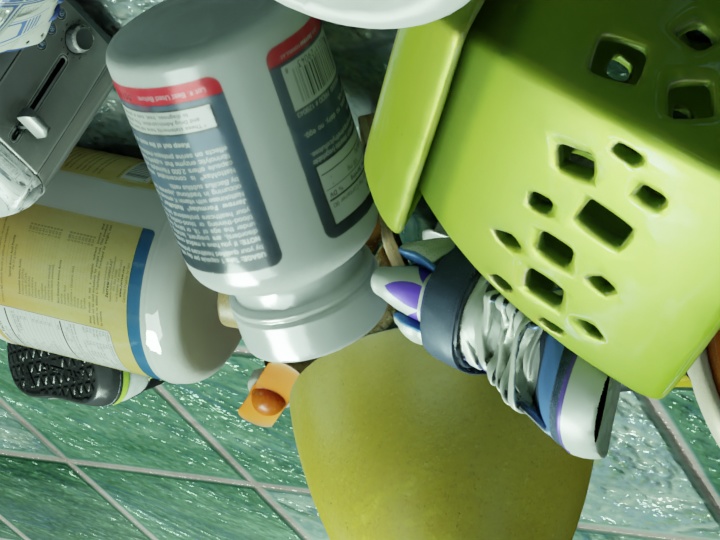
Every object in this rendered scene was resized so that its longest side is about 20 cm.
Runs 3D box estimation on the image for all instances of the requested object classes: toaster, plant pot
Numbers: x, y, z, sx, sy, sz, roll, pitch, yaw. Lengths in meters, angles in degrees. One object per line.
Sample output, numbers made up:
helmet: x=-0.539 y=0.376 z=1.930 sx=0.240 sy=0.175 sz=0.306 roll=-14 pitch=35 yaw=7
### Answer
toaster: x=-0.254 y=-0.108 z=1.100 sx=0.199 sy=0.130 sz=0.114 roll=-2 pitch=143 yaw=39
plant pot: x=0.115 y=-0.092 z=0.785 sx=0.181 sy=0.199 sz=0.200 roll=27 pitch=153 yaw=5
plant pot: x=0.057 y=0.142 z=1.080 sx=0.199 sy=0.143 sz=0.200 roll=-2 pitch=150 yaw=-1

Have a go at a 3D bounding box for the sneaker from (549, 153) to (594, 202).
sneaker: x=0.193 y=-0.027 z=0.942 sx=0.199 sy=0.096 sz=0.079 roll=12 pitch=149 yaw=17

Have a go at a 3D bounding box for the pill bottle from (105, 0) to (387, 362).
pill bottle: x=-0.056 y=-0.055 z=0.987 sx=0.119 sy=0.120 sz=0.201 roll=2 pitch=123 yaw=35

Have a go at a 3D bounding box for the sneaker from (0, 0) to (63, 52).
sneaker: x=-0.190 y=-0.172 z=0.962 sx=0.199 sy=0.076 sz=0.088 roll=-29 pitch=147 yaw=20

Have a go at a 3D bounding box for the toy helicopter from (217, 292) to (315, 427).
toy helicopter: x=-0.057 y=0.036 z=1.151 sx=0.079 sy=0.133 sz=0.200 roll=14 pitch=174 yaw=16

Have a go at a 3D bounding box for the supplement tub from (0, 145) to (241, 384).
supplement tub: x=-0.183 y=-0.010 z=1.202 sx=0.199 sy=0.145 sz=0.145 roll=12 pitch=151 yaw=21

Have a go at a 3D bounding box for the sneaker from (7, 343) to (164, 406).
sneaker: x=-0.228 y=0.075 z=1.463 sx=0.083 sy=0.072 sz=0.200 roll=-7 pitch=-164 yaw=-37

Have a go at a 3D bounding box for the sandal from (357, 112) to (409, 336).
sandal: x=-0.001 y=-0.003 z=1.097 sx=0.069 sy=0.078 sz=0.212 roll=-11 pitch=128 yaw=-2

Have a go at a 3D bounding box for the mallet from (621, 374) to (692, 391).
mallet: x=0.185 y=0.069 z=1.184 sx=0.199 sy=0.041 sz=0.066 roll=-2 pitch=145 yaw=46

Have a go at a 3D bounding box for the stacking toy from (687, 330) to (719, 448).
stacking toy: x=0.297 y=0.038 z=0.980 sx=0.200 sy=0.147 sz=0.146 roll=-30 pitch=125 yaw=35

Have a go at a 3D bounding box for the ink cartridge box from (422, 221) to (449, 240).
ink cartridge box: x=0.103 y=0.015 z=1.111 sx=0.115 sy=0.068 sz=0.200 roll=16 pitch=152 yaw=13

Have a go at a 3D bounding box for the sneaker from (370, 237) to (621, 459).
sneaker: x=0.070 y=0.035 z=0.929 sx=0.146 sy=0.081 sz=0.200 roll=12 pitch=-165 yaw=9

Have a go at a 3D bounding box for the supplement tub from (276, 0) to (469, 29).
supplement tub: x=0.018 y=-0.203 z=0.649 sx=0.131 sy=0.201 sz=0.132 roll=18 pitch=152 yaw=10
